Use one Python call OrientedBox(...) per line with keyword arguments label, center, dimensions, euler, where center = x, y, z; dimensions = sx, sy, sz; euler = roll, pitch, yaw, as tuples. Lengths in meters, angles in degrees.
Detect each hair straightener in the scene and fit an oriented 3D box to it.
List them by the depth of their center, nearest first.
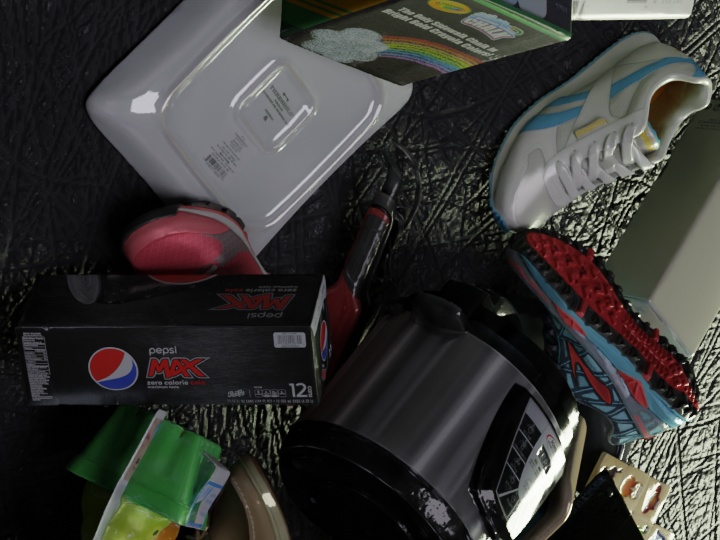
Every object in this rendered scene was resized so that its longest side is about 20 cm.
OrientedBox(label="hair straightener", center=(0.000, 0.000, 1.633), dimensions=(0.077, 0.041, 0.201), euler=(-13, 122, -69))

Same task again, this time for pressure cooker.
OrientedBox(label="pressure cooker", center=(0.059, 0.111, 1.597), dimensions=(0.179, 0.176, 0.200), euler=(43, 62, -4))

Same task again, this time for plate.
OrientedBox(label="plate", center=(-0.065, -0.116, 1.518), dimensions=(0.200, 0.032, 0.200), euler=(-46, 133, -9))

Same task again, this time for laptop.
OrientedBox(label="laptop", center=(0.165, 0.296, 1.779), dimensions=(0.177, 0.103, 0.201), euler=(-40, 106, -44))

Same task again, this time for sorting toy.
OrientedBox(label="sorting toy", center=(0.102, 0.208, 1.699), dimensions=(0.036, 0.185, 0.200), euler=(38, 106, -1))

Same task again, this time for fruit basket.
OrientedBox(label="fruit basket", center=(-0.162, 0.194, 1.513), dimensions=(0.185, 0.093, 0.201), euler=(68, 41, -80))

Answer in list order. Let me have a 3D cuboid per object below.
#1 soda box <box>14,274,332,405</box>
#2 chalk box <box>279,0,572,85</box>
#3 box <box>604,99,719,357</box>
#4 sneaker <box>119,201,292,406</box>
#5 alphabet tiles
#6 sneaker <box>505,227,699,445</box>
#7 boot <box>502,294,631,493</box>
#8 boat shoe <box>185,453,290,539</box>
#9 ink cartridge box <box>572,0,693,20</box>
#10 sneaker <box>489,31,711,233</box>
OrientedBox(label="soda box", center=(-0.122, 0.045, 1.457), dimensions=(0.199, 0.071, 0.064), euler=(0, 121, 7))
OrientedBox(label="chalk box", center=(0.060, -0.212, 1.429), dimensions=(0.125, 0.199, 0.125), euler=(17, 69, -43))
OrientedBox(label="box", center=(0.271, -0.036, 1.767), dimensions=(0.082, 0.068, 0.200), euler=(49, 67, -36))
OrientedBox(label="sneaker", center=(-0.087, 0.025, 1.522), dimensions=(0.074, 0.087, 0.200), euler=(-33, 136, 17))
OrientedBox(label="alphabet tiles", center=(0.184, 0.253, 1.821), dimensions=(0.167, 0.008, 0.201), euler=(29, 87, -43))
OrientedBox(label="sneaker", center=(0.166, 0.059, 1.688), dimensions=(0.095, 0.079, 0.200), euler=(-35, 103, 31))
OrientedBox(label="boot", center=(0.136, 0.102, 1.768), dimensions=(0.199, 0.066, 0.166), euler=(3, 102, -43))
OrientedBox(label="boat shoe", center=(-0.095, 0.210, 1.618), dimensions=(0.065, 0.072, 0.200), euler=(-18, 146, -19))
OrientedBox(label="ink cartridge box", center=(0.157, -0.261, 1.582), dimensions=(0.199, 0.083, 0.147), euler=(-5, 116, -37))
OrientedBox(label="sneaker", center=(0.180, -0.101, 1.687), dimensions=(0.200, 0.081, 0.077), euler=(-44, 134, -10))
